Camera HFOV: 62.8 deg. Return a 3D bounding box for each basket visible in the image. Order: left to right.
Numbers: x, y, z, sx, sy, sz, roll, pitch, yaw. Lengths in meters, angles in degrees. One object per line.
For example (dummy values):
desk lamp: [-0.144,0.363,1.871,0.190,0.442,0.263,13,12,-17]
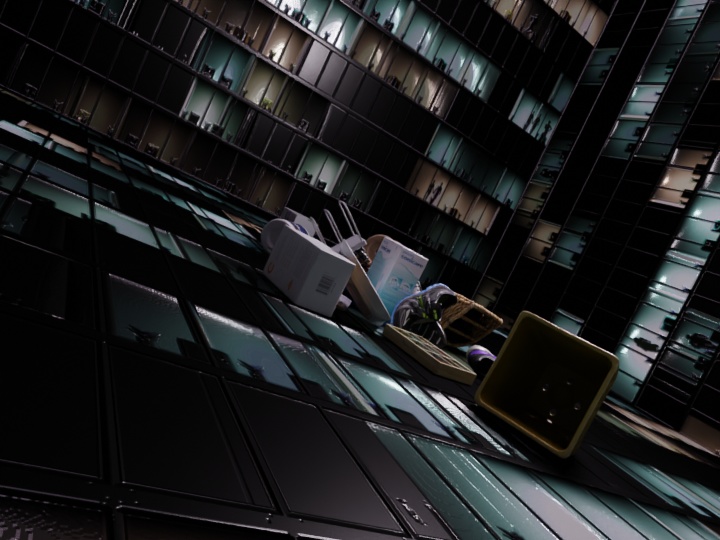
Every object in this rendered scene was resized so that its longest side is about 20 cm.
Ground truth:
basket: [0.283,0.153,1.677,0.148,0.144,0.199,26,-2,41]

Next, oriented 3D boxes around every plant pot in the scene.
plant pot: [0.063,-0.025,1.818,0.198,0.202,0.175,27,-13,17]
plant pot: [0.367,0.228,1.125,0.193,0.197,0.200,29,-4,34]

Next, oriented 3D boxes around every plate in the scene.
plate: [-0.004,0.039,1.350,0.201,0.032,0.200,60,-10,6]

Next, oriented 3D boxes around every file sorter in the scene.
file sorter: [-0.107,-0.086,1.597,0.126,0.198,0.139,62,-5,-13]

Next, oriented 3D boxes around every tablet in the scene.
tablet: [-0.085,0.058,1.483,0.129,0.014,0.200,27,5,2]

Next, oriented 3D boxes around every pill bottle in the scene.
pill bottle: [-0.218,-0.092,1.799,0.110,0.112,0.200,27,4,13]

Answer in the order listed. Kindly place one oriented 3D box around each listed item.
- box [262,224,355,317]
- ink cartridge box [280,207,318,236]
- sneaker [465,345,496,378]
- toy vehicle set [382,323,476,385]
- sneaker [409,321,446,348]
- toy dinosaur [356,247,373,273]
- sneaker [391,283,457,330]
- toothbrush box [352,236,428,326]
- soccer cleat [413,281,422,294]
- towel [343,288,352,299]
box: [-0.116,-0.003,1.278,0.097,0.126,0.200,23,6,-34]
ink cartridge box: [-0.344,-0.269,3.276,0.144,0.085,0.200,24,6,-33]
sneaker: [0.352,0.259,1.446,0.197,0.070,0.100,23,11,1]
toy vehicle set: [0.149,0.184,1.309,0.123,0.027,0.199,23,6,-38]
sneaker: [0.162,0.148,1.529,0.079,0.075,0.200,29,2,-36]
toy dinosaur: [0.000,0.000,1.677,0.136,0.103,0.199,48,-27,-19]
sneaker: [0.156,0.095,1.445,0.198,0.072,0.082,-28,30,-24]
toothbrush box: [0.073,0.030,1.519,0.084,0.202,0.146,24,4,-20]
soccer cleat: [0.136,0.040,1.606,0.200,0.081,0.067,48,6,31]
towel: [-0.045,0.040,1.706,0.199,0.049,0.111,31,6,37]
